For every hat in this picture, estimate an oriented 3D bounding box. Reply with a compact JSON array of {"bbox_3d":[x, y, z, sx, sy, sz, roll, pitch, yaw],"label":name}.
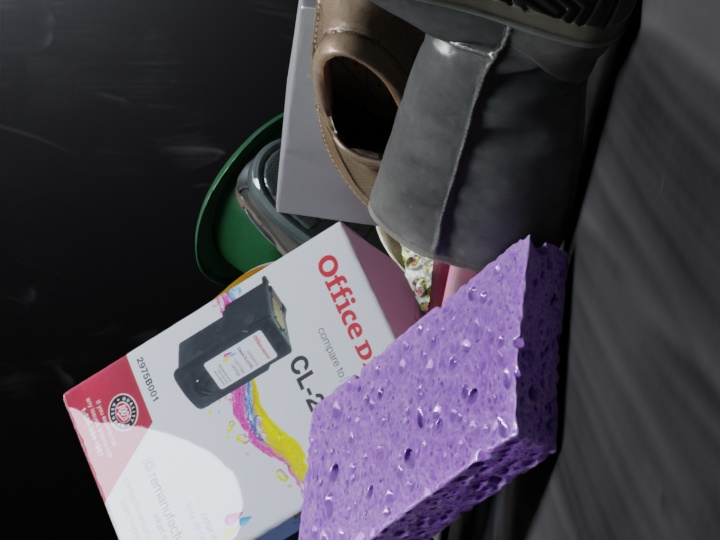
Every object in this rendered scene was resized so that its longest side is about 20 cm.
[{"bbox_3d":[-0.005,0.007,1.631,0.176,0.165,0.201,48,151,29],"label":"hat"}]

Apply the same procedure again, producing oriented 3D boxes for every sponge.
[{"bbox_3d":[0.033,0.077,1.136,0.200,0.030,0.112,-41,34,45],"label":"sponge"}]

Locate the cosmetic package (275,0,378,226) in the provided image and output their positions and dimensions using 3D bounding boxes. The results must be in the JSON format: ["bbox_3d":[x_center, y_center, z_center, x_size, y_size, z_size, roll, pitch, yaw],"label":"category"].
[{"bbox_3d":[0.004,-0.120,1.281,0.200,0.090,0.107,96,-178,-60],"label":"cosmetic package"}]

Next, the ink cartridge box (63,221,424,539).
[{"bbox_3d":[-0.050,0.088,1.327,0.146,0.199,0.083,64,-167,27],"label":"ink cartridge box"}]

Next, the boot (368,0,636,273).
[{"bbox_3d":[0.031,-0.090,1.068,0.073,0.181,0.200,-62,-4,-28],"label":"boot"}]

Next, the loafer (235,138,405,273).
[{"bbox_3d":[0.000,0.000,1.469,0.072,0.200,0.063,-46,8,-27],"label":"loafer"}]

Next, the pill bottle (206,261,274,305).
[{"bbox_3d":[-0.055,0.057,1.501,0.200,0.110,0.112,-45,-34,-68],"label":"pill bottle"}]

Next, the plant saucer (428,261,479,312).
[{"bbox_3d":[0.076,-0.049,1.292,0.201,0.050,0.202,-172,90,-89],"label":"plant saucer"}]

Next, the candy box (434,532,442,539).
[{"bbox_3d":[0.034,0.096,1.654,0.168,0.071,0.201,-87,6,-77],"label":"candy box"}]

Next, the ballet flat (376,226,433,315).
[{"bbox_3d":[0.026,-0.062,1.426,0.075,0.064,0.201,-5,-105,-52],"label":"ballet flat"}]

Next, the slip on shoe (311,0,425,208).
[{"bbox_3d":[0.010,-0.076,1.183,0.200,0.076,0.061,87,-162,-57],"label":"slip on shoe"}]
